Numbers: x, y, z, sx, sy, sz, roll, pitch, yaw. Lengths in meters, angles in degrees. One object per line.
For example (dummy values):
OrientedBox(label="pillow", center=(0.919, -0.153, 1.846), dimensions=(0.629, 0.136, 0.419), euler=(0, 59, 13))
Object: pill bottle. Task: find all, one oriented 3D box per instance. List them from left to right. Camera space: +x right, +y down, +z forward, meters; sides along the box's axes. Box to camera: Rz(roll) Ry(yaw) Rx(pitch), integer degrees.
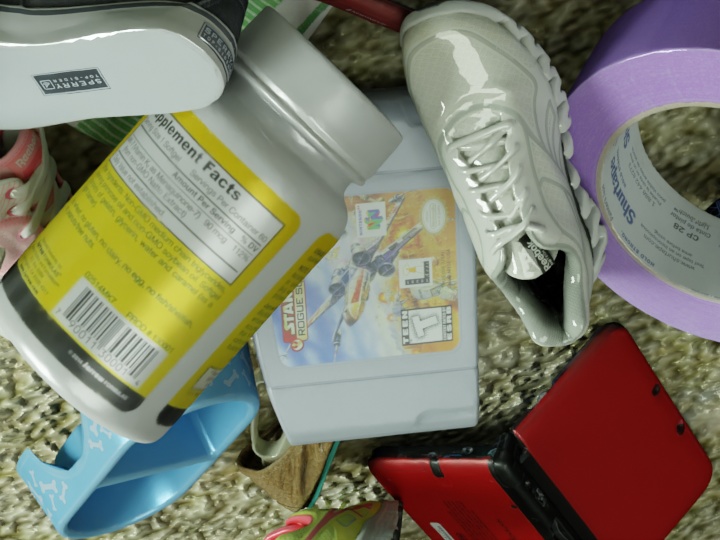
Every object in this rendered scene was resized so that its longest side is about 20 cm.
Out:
OrientedBox(label="pill bottle", center=(-0.078, -0.024, 0.711), dimensions=(0.200, 0.114, 0.114), euler=(-47, 126, 3))

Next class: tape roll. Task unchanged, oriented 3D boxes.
OrientedBox(label="tape roll", center=(0.201, -0.053, 0.767), dimensions=(0.198, 0.066, 0.202), euler=(20, 141, 17))

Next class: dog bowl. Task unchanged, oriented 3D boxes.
OrientedBox(label="dog bowl", center=(-0.130, 0.100, 0.857), dimensions=(0.110, 0.050, 0.200), euler=(-8, 152, -40))

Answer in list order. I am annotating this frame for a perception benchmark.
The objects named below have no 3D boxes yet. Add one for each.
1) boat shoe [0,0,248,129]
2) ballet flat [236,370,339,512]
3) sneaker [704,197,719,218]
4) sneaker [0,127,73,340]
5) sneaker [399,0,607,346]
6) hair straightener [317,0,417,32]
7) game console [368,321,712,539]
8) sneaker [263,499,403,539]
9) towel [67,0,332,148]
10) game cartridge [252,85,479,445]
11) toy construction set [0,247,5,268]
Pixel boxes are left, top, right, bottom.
OrientedBox(label="boat shoe", center=(-0.147, -0.117, 0.682), dimensions=(0.197, 0.068, 0.072), euler=(-1, 142, 21))
OrientedBox(label="ballet flat", center=(-0.029, 0.072, 0.902), dimensions=(0.072, 0.068, 0.201), euler=(22, 128, -9))
OrientedBox(label="sneaker", center=(0.283, 0.011, 0.908), dimensions=(0.077, 0.071, 0.200), euler=(-28, 123, 17))
OrientedBox(label="sneaker", center=(-0.174, -0.022, 0.768), dimensions=(0.199, 0.076, 0.105), euler=(28, 132, -26))
OrientedBox(label="sneaker", center=(0.078, -0.047, 0.735), dimensions=(0.074, 0.082, 0.201), euler=(-17, 124, 22))
OrientedBox(label="hair straightener", center=(-0.036, -0.177, 0.697), dimensions=(0.198, 0.041, 0.078), euler=(15, 91, -24))
OrientedBox(label="game console", center=(0.131, 0.141, 1.015), dimensions=(0.171, 0.120, 0.200), euler=(-5, 139, 36))
OrientedBox(label="sneaker", center=(-0.020, 0.185, 0.946), dimensions=(0.089, 0.079, 0.200), euler=(8, 171, 4))
OrientedBox(label="towel", center=(-0.129, -0.135, 0.725), dimensions=(0.198, 0.024, 0.153), euler=(26, 121, -29))
OrientedBox(label="game cartridge", center=(0.000, 0.000, 0.809), dimensions=(0.131, 0.042, 0.203), euler=(-7, 107, -11))
OrientedBox(label="toy construction set", center=(-0.214, -0.073, 0.636), dimensions=(0.129, 0.093, 0.201), euler=(-1, 137, -12))
